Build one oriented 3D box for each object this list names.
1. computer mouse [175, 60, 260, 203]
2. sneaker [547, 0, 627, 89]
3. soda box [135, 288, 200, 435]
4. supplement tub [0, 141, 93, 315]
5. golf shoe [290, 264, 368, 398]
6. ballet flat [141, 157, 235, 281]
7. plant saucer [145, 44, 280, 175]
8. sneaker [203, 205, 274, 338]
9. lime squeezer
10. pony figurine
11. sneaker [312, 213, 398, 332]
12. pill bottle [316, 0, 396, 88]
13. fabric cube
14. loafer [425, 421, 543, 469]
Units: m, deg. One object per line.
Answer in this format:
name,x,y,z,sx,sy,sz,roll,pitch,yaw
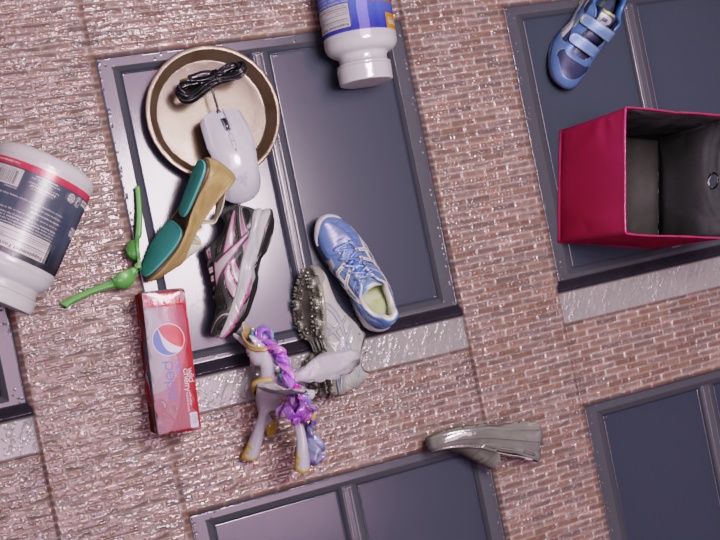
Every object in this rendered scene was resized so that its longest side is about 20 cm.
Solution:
computer mouse,-0.189,-0.196,1.564,0.110,0.044,0.200,-19,93,-20
sneaker,0.374,-0.390,1.786,0.074,0.082,0.200,30,79,-17
soda box,-0.271,0.127,1.530,0.063,0.070,0.200,-6,89,-19
supplement tub,-0.454,-0.056,1.440,0.140,0.140,0.200,25,79,-17
golf shoe,-0.042,0.086,1.625,0.097,0.078,0.200,-13,97,-37
ballet flat,-0.238,-0.063,1.536,0.063,0.069,0.200,21,107,-36
plant saucer,-0.217,-0.229,1.594,0.200,0.029,0.200,1,86,-20
sneaker,-0.190,-0.002,1.577,0.086,0.080,0.200,16,82,5
lime squeezer,-0.338,-0.020,1.541,0.071,0.038,0.200,26,77,16
pony figurine,-0.100,0.176,1.528,0.166,0.193,0.200,-20,110,-51
sneaker,0.000,0.000,1.631,0.076,0.077,0.200,-35,97,-16
pill bottle,-0.006,-0.380,1.634,0.112,0.112,0.200,-10,90,-20
fabric cube,0.450,-0.140,1.736,0.200,0.199,0.196,2,85,-19
loafer,0.195,0.273,1.687,0.200,0.070,0.070,0,78,-20
